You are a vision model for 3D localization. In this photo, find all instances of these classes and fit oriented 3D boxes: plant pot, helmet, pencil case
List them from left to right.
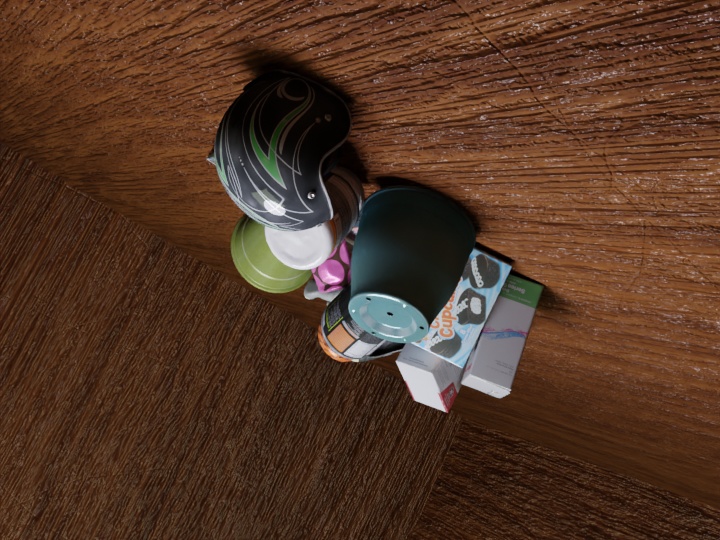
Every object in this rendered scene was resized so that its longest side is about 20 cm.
[{"bbox_3d":[-0.108,-0.158,1.180,0.198,0.193,0.200,26,169,5],"label":"helmet"},{"bbox_3d":[-0.157,-0.074,1.755,0.198,0.202,0.190,28,158,-9],"label":"plant pot"},{"bbox_3d":[-0.060,-0.063,1.535,0.092,0.091,0.203,-8,111,20],"label":"pencil case"},{"bbox_3d":[0.067,0.002,1.352,0.197,0.190,0.201,15,147,10],"label":"plant pot"}]

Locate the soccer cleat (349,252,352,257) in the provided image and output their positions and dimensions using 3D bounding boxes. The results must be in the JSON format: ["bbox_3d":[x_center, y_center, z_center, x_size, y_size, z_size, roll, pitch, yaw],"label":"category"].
[{"bbox_3d":[0.000,0.000,1.662,0.197,0.070,0.085,6,155,15],"label":"soccer cleat"}]

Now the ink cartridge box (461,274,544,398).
[{"bbox_3d":[0.260,0.123,1.556,0.086,0.203,0.145,18,168,5],"label":"ink cartridge box"}]

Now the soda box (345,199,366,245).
[{"bbox_3d":[0.019,-0.086,1.548,0.068,0.064,0.199,30,169,-19],"label":"soda box"}]

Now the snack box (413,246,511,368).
[{"bbox_3d":[0.172,0.056,1.490,0.115,0.202,0.037,25,-169,4],"label":"snack box"}]

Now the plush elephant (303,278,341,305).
[{"bbox_3d":[0.009,0.036,1.856,0.198,0.167,0.155,24,173,30],"label":"plush elephant"}]

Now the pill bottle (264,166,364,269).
[{"bbox_3d":[-0.067,-0.092,1.360,0.115,0.118,0.200,25,-150,7],"label":"pill bottle"}]

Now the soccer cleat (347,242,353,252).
[{"bbox_3d":[0.045,-0.034,1.750,0.197,0.079,0.069,14,138,-24],"label":"soccer cleat"}]

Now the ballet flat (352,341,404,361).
[{"bbox_3d":[0.059,0.157,1.874,0.197,0.068,0.057,-17,-174,4],"label":"ballet flat"}]

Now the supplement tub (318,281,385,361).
[{"bbox_3d":[0.006,0.082,1.518,0.121,0.124,0.200,29,142,-14],"label":"supplement tub"}]

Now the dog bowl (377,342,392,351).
[{"bbox_3d":[0.037,0.095,1.967,0.198,0.202,0.079,25,167,7],"label":"dog bowl"}]

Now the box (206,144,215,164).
[{"bbox_3d":[-0.202,-0.200,1.607,0.136,0.040,0.199,33,167,-24],"label":"box"}]

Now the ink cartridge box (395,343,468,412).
[{"bbox_3d":[0.162,0.143,1.620,0.082,0.201,0.148,15,148,31],"label":"ink cartridge box"}]
